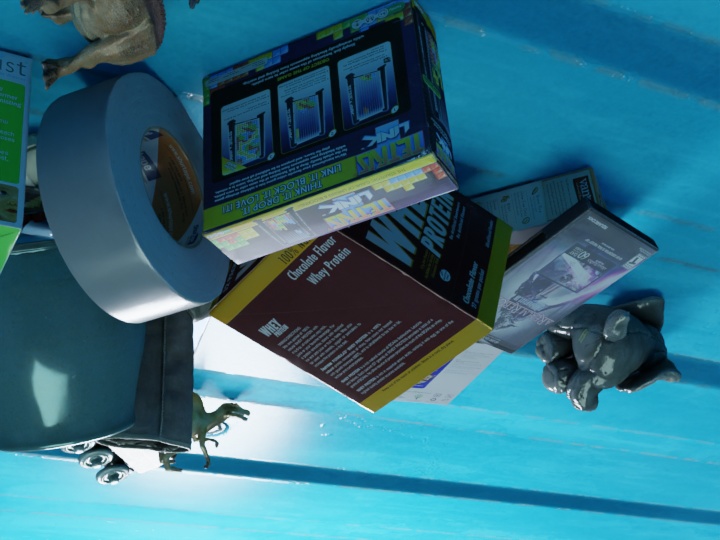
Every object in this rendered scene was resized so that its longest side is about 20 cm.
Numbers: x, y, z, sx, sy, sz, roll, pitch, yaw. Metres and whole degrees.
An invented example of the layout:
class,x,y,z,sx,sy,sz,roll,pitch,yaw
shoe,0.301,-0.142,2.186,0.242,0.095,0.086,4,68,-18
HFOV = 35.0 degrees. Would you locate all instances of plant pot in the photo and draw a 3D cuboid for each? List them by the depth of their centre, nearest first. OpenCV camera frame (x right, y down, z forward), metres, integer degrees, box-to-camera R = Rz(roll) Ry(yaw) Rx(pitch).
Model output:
class,x,y,z,sx,sy,sz,roll,pitch,yaw
plant pot,-0.290,0.065,1.072,0.200,0.188,0.200,-7,-176,1

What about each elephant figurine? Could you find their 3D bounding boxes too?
class,x,y,z,sx,sy,sz,roll,pitch,yaw
elephant figurine,0.324,0.092,1.386,0.200,0.155,0.142,1,107,-30

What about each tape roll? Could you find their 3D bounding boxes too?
class,x,y,z,sx,sy,sz,roll,pitch,yaw
tape roll,-0.182,-0.060,0.947,0.066,0.200,0.200,-16,148,17

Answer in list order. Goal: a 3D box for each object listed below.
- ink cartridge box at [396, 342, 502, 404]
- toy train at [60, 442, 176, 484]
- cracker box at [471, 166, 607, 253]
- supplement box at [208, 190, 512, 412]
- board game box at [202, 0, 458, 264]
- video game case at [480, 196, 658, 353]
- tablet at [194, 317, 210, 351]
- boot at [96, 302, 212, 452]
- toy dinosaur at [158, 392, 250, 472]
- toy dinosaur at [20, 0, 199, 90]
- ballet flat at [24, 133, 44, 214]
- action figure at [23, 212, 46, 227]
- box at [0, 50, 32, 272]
class,x,y,z,sx,sy,sz,roll,pitch,yaw
ink cartridge box,0.106,0.111,1.440,0.099,0.039,0.200,8,148,-21
toy train,-0.322,0.210,1.503,0.114,0.085,0.200,-22,145,2
cracker box,0.163,-0.028,1.198,0.200,0.058,0.134,-15,148,15
supplement box,0.000,0.000,1.085,0.200,0.133,0.197,32,137,-16
board game box,-0.030,-0.113,0.920,0.200,0.165,0.057,-17,147,20
video game case,0.189,0.011,1.164,0.200,0.019,0.143,-39,142,24
tablet,-0.278,0.061,1.317,0.200,0.014,0.130,5,147,-19
boot,-0.182,0.090,1.198,0.182,0.200,0.073,0,150,-10
toy dinosaur,-0.241,0.207,1.492,0.200,0.101,0.058,5,-177,-42
toy dinosaur,-0.174,-0.198,0.839,0.135,0.086,0.200,-8,155,-9
ballet flat,-0.274,-0.085,1.035,0.200,0.069,0.071,6,129,-27
action figure,-0.398,-0.045,1.086,0.200,0.052,0.065,-6,155,-10
box,-0.366,-0.097,0.878,0.200,0.177,0.097,13,144,-27
